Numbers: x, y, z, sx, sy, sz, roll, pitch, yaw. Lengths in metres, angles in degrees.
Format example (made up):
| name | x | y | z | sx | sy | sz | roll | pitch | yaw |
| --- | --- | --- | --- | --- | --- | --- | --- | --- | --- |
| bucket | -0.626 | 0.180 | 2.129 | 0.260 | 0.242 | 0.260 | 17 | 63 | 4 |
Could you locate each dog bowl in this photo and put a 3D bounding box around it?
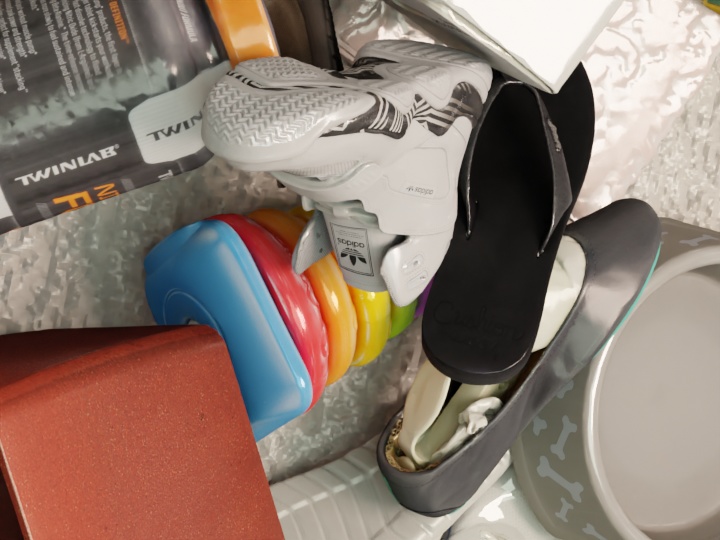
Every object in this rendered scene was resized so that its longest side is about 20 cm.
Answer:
| name | x | y | z | sx | sy | sz | roll | pitch | yaw |
| --- | --- | --- | --- | --- | --- | --- | --- | --- | --- |
| dog bowl | 0.177 | 0.072 | 1.509 | 0.200 | 0.059 | 0.200 | -3 | 96 | -29 |

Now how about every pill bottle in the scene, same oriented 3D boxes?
| name | x | y | z | sx | sy | sz | roll | pitch | yaw |
| --- | --- | --- | --- | --- | --- | --- | --- | --- | --- |
| pill bottle | -0.136 | -0.083 | 1.320 | 0.200 | 0.106 | 0.106 | -19 | 107 | -1 |

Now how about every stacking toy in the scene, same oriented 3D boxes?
| name | x | y | z | sx | sy | sz | roll | pitch | yaw |
| --- | --- | --- | --- | --- | --- | --- | --- | --- | --- |
| stacking toy | 0.000 | 0.000 | 1.440 | 0.200 | 0.116 | 0.110 | -24 | 85 | -27 |

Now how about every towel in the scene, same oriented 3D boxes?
| name | x | y | z | sx | sy | sz | roll | pitch | yaw |
| --- | --- | --- | --- | --- | --- | --- | --- | --- | --- |
| towel | 0.106 | -0.150 | 1.479 | 0.191 | 0.032 | 0.200 | 36 | 89 | -21 |

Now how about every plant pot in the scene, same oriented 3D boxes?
| name | x | y | z | sx | sy | sz | roll | pitch | yaw |
| --- | --- | --- | --- | --- | --- | --- | --- | --- | --- |
| plant pot | -0.151 | 0.120 | 1.350 | 0.176 | 0.200 | 0.200 | -31 | 110 | -44 |

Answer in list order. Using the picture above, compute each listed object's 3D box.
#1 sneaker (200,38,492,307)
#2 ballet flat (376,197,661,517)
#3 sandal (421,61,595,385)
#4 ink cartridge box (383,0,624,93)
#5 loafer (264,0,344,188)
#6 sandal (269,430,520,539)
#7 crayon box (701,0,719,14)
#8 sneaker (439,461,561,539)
| name | x | y | z | sx | sy | sz | roll | pitch | yaw |
| --- | --- | --- | --- | --- | --- | --- | --- | --- | --- |
| sneaker | -0.007 | -0.039 | 1.299 | 0.200 | 0.075 | 0.115 | -19 | 121 | -57 |
| ballet flat | 0.076 | 0.038 | 1.435 | 0.073 | 0.073 | 0.200 | 37 | 94 | -21 |
| sandal | 0.076 | -0.041 | 1.404 | 0.076 | 0.043 | 0.200 | 6 | 66 | 4 |
| ink cartridge box | 0.096 | -0.195 | 1.371 | 0.083 | 0.145 | 0.200 | 36 | 90 | -23 |
| loafer | -0.050 | -0.128 | 1.401 | 0.071 | 0.073 | 0.200 | -11 | 77 | 3 |
| sandal | 0.003 | 0.136 | 1.494 | 0.202 | 0.050 | 0.082 | -31 | 65 | -12 |
| crayon box | 0.297 | -0.194 | 1.496 | 0.172 | 0.058 | 0.200 | 24 | 92 | -33 |
| sneaker | 0.054 | 0.182 | 1.504 | 0.075 | 0.087 | 0.200 | 37 | 88 | -19 |
